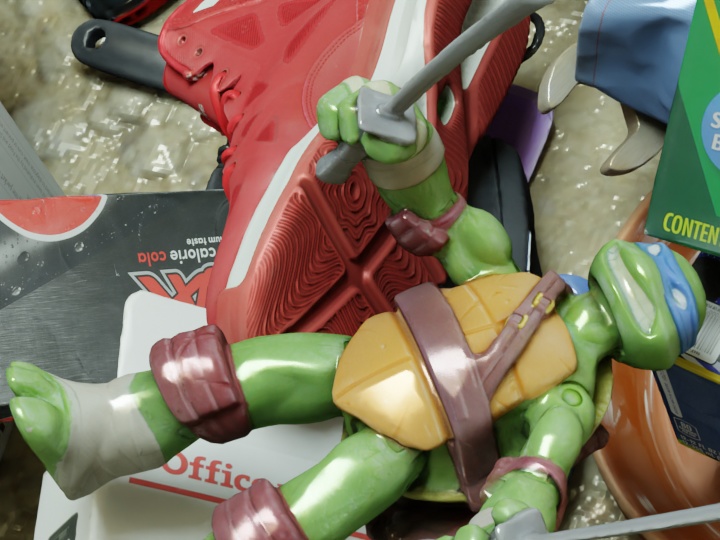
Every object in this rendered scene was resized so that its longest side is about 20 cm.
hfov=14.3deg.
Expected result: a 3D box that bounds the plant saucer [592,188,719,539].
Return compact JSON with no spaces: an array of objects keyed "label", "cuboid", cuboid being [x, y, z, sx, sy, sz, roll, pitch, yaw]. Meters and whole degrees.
[{"label":"plant saucer","cuboid":[0.171,0.029,0.939,0.199,0.032,0.201,-9,57,14]}]

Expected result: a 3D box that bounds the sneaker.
[{"label":"sneaker","cuboid":[-0.026,-0.035,0.953,0.115,0.079,0.200,-4,37,35]}]

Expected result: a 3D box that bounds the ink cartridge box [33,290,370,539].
[{"label":"ink cartridge box","cuboid":[-0.044,0.119,0.898,0.116,0.068,0.201,16,61,-20]}]

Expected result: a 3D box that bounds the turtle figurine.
[{"label":"turtle figurine","cuboid":[-0.001,0.024,0.786,0.193,0.200,0.144,-25,94,3]}]

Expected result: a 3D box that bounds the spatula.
[{"label":"spatula","cuboid":[-0.026,-0.063,1.067,0.199,0.021,0.057,16,78,28]}]

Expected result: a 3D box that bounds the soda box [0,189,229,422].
[{"label":"soda box","cuboid":[-0.117,0.014,0.941,0.063,0.200,0.071,-14,83,47]}]

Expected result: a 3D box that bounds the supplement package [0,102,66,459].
[{"label":"supplement package","cuboid":[-0.193,0.036,1.010,0.113,0.110,0.201,5,62,22]}]

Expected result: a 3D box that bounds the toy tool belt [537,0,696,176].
[{"label":"toy tool belt","cuboid":[0.121,-0.075,0.923,0.199,0.125,0.123,18,68,12]}]

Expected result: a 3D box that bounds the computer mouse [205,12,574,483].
[{"label":"computer mouse","cuboid":[0.000,0.000,0.991,0.140,0.046,0.201,-14,66,23]}]

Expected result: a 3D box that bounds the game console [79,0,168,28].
[{"label":"game console","cuboid":[-0.083,-0.208,1.169,0.177,0.031,0.200,-37,55,-6]}]

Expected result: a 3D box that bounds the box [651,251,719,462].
[{"label":"box","cuboid":[0.187,0.051,0.859,0.200,0.070,0.064,26,70,30]}]

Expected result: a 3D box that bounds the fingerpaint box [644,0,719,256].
[{"label":"fingerpaint box","cuboid":[0.197,-0.067,0.808,0.199,0.167,0.073,17,24,13]}]
